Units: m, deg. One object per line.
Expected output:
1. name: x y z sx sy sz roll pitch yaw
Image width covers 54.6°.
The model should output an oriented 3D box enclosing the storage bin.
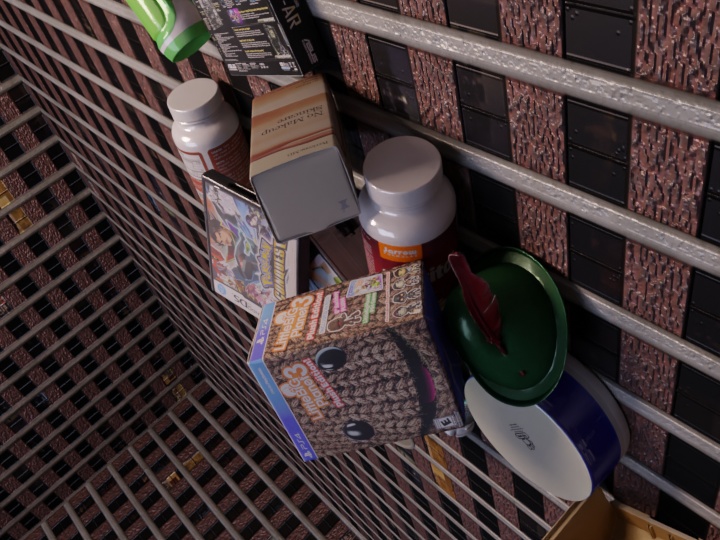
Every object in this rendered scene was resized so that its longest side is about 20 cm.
1. storage bin: 0.317 0.373 0.823 0.199 0.198 0.095 9 134 59

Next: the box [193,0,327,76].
1. box: -0.137 -0.318 0.839 0.198 0.043 0.162 21 143 53

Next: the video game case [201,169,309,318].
1. video game case: -0.145 -0.017 0.972 0.178 0.025 0.203 28 134 27

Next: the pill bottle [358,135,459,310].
1. pill bottle: 0.056 -0.046 0.794 0.112 0.113 0.202 35 154 33

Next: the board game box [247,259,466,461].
1. board game box: 0.001 0.104 0.773 0.098 0.196 0.162 -83 -27 -55

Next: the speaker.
1. speaker: -0.294 -0.398 0.972 0.202 0.088 0.088 55 158 -9

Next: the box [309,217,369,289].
1. box: 0.000 0.000 0.966 0.201 0.116 0.060 51 140 2

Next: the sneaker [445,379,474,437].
1. sneaker: 0.115 0.160 1.089 0.199 0.077 0.092 42 141 13

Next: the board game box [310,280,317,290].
1. board game box: -0.060 0.043 1.134 0.202 0.043 0.198 55 160 -14

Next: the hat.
1. hat: 0.101 0.061 0.721 0.164 0.173 0.206 14 108 51

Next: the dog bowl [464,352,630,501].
1. dog bowl: 0.225 0.182 0.864 0.200 0.078 0.202 42 157 22

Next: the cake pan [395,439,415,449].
1. cake pan: 0.015 0.205 1.105 0.198 0.037 0.201 35 160 15

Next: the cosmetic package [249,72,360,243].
1. cosmetic package: -0.066 -0.134 0.788 0.202 0.101 0.088 -103 -7 -53

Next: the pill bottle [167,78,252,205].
1. pill bottle: -0.239 -0.202 1.138 0.111 0.112 0.202 34 152 36
